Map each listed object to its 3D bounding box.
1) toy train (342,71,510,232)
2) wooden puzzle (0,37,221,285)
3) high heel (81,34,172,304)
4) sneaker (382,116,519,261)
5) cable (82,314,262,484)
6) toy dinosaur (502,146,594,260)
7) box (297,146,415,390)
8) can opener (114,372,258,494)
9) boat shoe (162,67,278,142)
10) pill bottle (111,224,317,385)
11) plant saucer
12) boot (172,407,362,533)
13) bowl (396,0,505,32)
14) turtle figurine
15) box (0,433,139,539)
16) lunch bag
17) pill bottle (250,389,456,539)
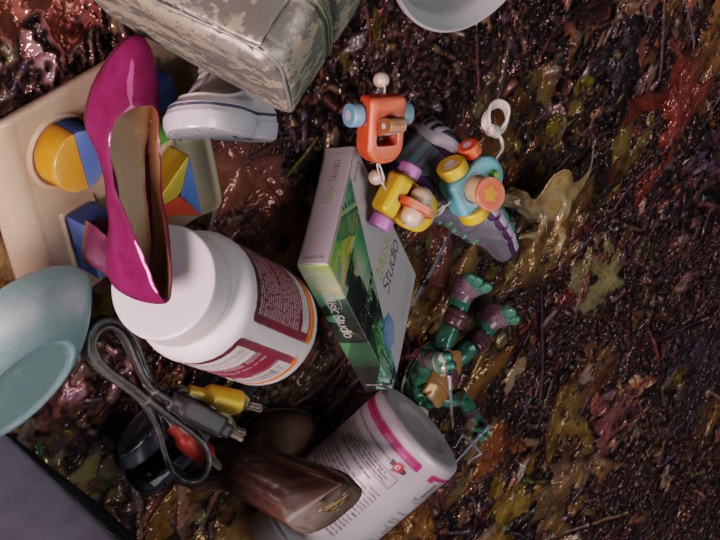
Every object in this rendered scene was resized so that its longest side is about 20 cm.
[{"bbox_3d":[0.074,-0.106,1.455,0.199,0.056,0.151,-2,106,-35],"label":"toy train"},{"bbox_3d":[-0.202,-0.077,1.264,0.200,0.046,0.186,-33,134,-29],"label":"wooden puzzle"},{"bbox_3d":[-0.165,-0.076,1.195,0.067,0.096,0.201,-17,124,-44],"label":"high heel"},{"bbox_3d":[0.088,-0.064,1.572,0.087,0.074,0.200,-41,128,-6],"label":"sneaker"},{"bbox_3d":[-0.180,0.116,1.363,0.200,0.050,0.097,36,84,-27],"label":"cable"},{"bbox_3d":[0.212,-0.069,1.686,0.200,0.058,0.101,-22,136,-47],"label":"toy dinosaur"},{"bbox_3d":[0.000,0.000,1.477,0.200,0.036,0.145,61,32,-46],"label":"box"},{"bbox_3d":[-0.145,0.130,1.437,0.200,0.063,0.079,-40,167,-26],"label":"can opener"},{"bbox_3d":[-0.115,-0.140,1.259,0.200,0.073,0.067,-23,111,-83],"label":"boat shoe"},{"bbox_3d":[-0.124,0.030,1.326,0.114,0.114,0.200,-59,156,0],"label":"pill bottle"},{"bbox_3d":[-0.280,0.083,1.225,0.201,0.039,0.201,-42,164,-15],"label":"plant saucer"},{"bbox_3d":[-0.055,0.188,1.457,0.186,0.200,0.064,-19,108,-42],"label":"boot"},{"bbox_3d":[0.068,-0.320,1.361,0.201,0.090,0.202,-26,131,-34],"label":"bowl"},{"bbox_3d":[0.094,0.111,1.655,0.200,0.100,0.150,-63,150,-16],"label":"turtle figurine"},{"bbox_3d":[-0.246,0.262,1.308,0.124,0.200,0.197,-48,139,-12],"label":"box"},{"bbox_3d":[-0.088,-0.239,1.157,0.168,0.200,0.139,-60,170,-7],"label":"lunch bag"},{"bbox_3d":[-0.010,0.223,1.568,0.200,0.113,0.113,-42,142,12],"label":"pill bottle"}]
